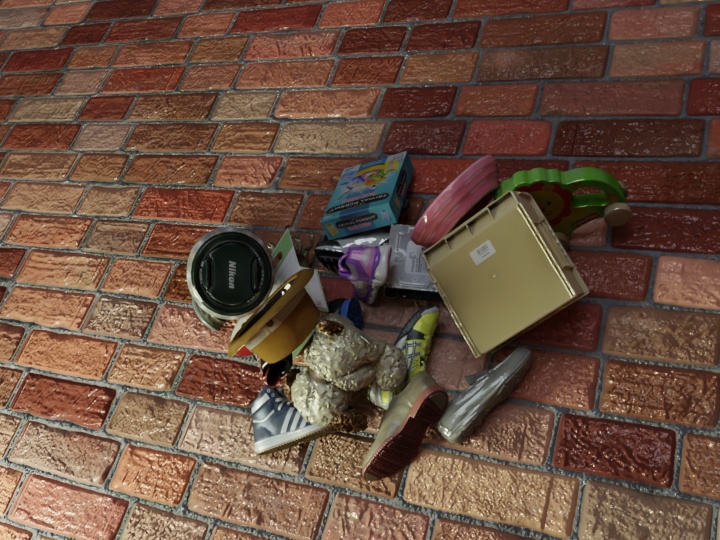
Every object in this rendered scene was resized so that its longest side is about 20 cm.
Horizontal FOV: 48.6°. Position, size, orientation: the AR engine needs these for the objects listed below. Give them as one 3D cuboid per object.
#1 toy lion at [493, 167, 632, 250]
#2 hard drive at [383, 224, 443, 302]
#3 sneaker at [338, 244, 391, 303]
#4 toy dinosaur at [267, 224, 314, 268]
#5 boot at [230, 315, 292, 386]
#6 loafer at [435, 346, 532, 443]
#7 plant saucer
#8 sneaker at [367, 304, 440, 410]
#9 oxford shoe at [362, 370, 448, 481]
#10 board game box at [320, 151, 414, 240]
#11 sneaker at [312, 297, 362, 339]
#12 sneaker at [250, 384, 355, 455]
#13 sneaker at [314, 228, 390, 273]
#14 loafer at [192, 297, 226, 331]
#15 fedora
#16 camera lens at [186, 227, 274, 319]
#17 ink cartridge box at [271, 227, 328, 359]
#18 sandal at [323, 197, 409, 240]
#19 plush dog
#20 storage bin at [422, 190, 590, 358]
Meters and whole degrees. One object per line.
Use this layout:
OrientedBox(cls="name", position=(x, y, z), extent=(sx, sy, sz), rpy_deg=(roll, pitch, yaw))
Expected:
OrientedBox(cls="toy lion", position=(0.334, -0.118, 1.359), extent=(0.198, 0.190, 0.070), rpy_deg=(-26, 47, 36))
OrientedBox(cls="hard drive", position=(0.144, -0.012, 1.455), extent=(0.194, 0.038, 0.143), rpy_deg=(5, 58, 7))
OrientedBox(cls="sneaker", position=(0.000, 0.000, 1.447), extent=(0.086, 0.201, 0.083), rpy_deg=(10, 72, -4))
OrientedBox(cls="toy dinosaur", position=(-0.120, -0.025, 1.591), extent=(0.057, 0.103, 0.200), rpy_deg=(-6, 33, -31))
OrientedBox(cls="boot", position=(-0.183, 0.152, 1.448), extent=(0.199, 0.071, 0.147), rpy_deg=(-34, 44, 45))
OrientedBox(cls="loafer", position=(0.199, 0.193, 1.306), extent=(0.199, 0.070, 0.070), rpy_deg=(-43, 60, -7))
OrientedBox(cls="plant saucer", position=(0.172, -0.109, 1.380), extent=(0.200, 0.201, 0.051), rpy_deg=(-42, 79, -8))
OrientedBox(cls="sneaker", position=(0.091, 0.155, 1.388), extent=(0.075, 0.076, 0.203), rpy_deg=(27, 80, 24))
OrientedBox(cls="oxford shoe", position=(0.065, 0.257, 1.314), extent=(0.201, 0.070, 0.075), rpy_deg=(-51, 37, 8))
OrientedBox(cls="board game box", position=(0.017, -0.151, 1.585), extent=(0.148, 0.048, 0.202), rpy_deg=(-13, 32, 24))
OrientedBox(cls="sneaker", position=(-0.053, 0.145, 1.462), extent=(0.076, 0.070, 0.204), rpy_deg=(-8, 53, 35))
OrientedBox(cls="sneaker", position=(-0.106, 0.242, 1.395), extent=(0.196, 0.070, 0.111), rpy_deg=(-21, 70, 14))
OrientedBox(cls="sneaker", position=(0.006, -0.040, 1.559), extent=(0.195, 0.074, 0.081), rpy_deg=(4, 55, 16))
OrientedBox(cls="loafer", position=(-0.296, 0.030, 1.632), extent=(0.069, 0.075, 0.203), rpy_deg=(-29, 49, 22))
OrientedBox(cls="fedora", position=(-0.131, 0.088, 1.316), extent=(0.200, 0.082, 0.201), rpy_deg=(-43, 10, 9))
OrientedBox(cls="camera lens", position=(-0.244, 0.001, 1.487), extent=(0.159, 0.161, 0.200), rpy_deg=(-41, 10, -7))
OrientedBox(cls="ink cartridge box", position=(-0.132, 0.043, 1.523), extent=(0.146, 0.047, 0.203), rpy_deg=(-54, 38, 35))
OrientedBox(cls="sandal", position=(0.016, -0.091, 1.600), extent=(0.197, 0.045, 0.076), rpy_deg=(-27, 27, 19))
OrientedBox(cls="plush dog", position=(-0.046, 0.172, 1.314), extent=(0.198, 0.159, 0.175), rpy_deg=(26, 93, 33))
OrientedBox(cls="storage bin", position=(0.232, 0.006, 1.308), extent=(0.198, 0.093, 0.202), rpy_deg=(-35, 78, 26))
